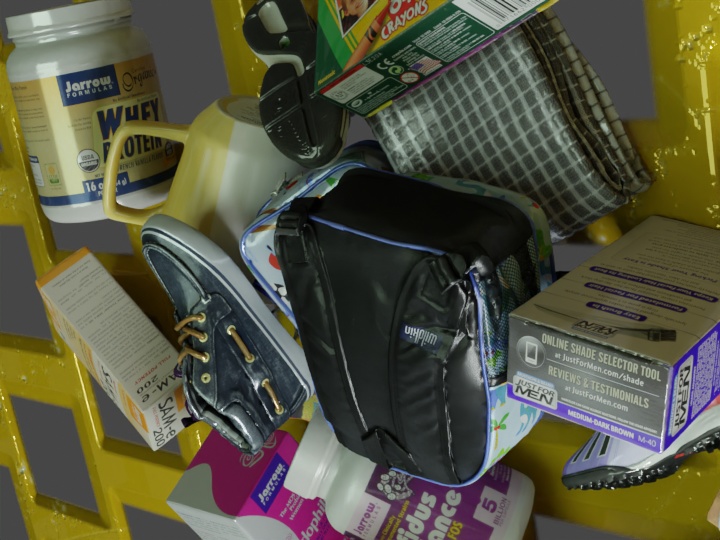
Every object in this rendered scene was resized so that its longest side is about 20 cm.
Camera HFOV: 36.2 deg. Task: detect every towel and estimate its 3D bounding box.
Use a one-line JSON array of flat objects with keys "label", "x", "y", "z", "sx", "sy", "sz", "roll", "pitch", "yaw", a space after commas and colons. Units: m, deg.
[{"label": "towel", "x": 0.097, "y": -0.106, "z": 0.823, "sx": 0.165, "sy": 0.085, "sz": 0.201, "roll": -34, "pitch": 84, "yaw": 45}]

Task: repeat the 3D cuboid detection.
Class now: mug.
[{"label": "mug", "x": -0.119, "y": -0.070, "z": 0.984, "sx": 0.149, "sy": 0.185, "sz": 0.155, "roll": 43, "pitch": 126, "yaw": 45}]

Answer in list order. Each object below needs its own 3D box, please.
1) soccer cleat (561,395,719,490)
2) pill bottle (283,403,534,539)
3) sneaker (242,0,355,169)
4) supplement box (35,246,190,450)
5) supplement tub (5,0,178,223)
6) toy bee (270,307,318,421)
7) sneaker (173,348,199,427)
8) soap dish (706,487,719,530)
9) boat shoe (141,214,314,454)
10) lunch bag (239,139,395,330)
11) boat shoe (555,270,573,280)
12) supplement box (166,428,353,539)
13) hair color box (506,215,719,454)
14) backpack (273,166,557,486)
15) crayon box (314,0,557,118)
[{"label": "soccer cleat", "x": 0.221, "y": 0.114, "z": 0.833, "sx": 0.200, "sy": 0.067, "sz": 0.074, "roll": -43, "pitch": 52, "yaw": 50}, {"label": "pill bottle", "x": 0.039, "y": 0.189, "z": 0.944, "sx": 0.198, "sy": 0.113, "sz": 0.113, "roll": 24, "pitch": 127, "yaw": 4}, {"label": "sneaker", "x": -0.028, "y": -0.135, "z": 0.893, "sx": 0.075, "sy": 0.115, "sz": 0.202, "roll": -31, "pitch": 46, "yaw": 14}, {"label": "supplement box", "x": -0.267, "y": 0.088, "z": 1.228, "sx": 0.200, "sy": 0.073, "sz": 0.126, "roll": 45, "pitch": 158, "yaw": 19}, {"label": "supplement tub", "x": -0.267, "y": -0.161, "z": 1.094, "sx": 0.143, "sy": 0.144, "sz": 0.203, "roll": 4, "pitch": 111, "yaw": 42}, {"label": "toy bee", "x": -0.044, "y": 0.122, "z": 1.042, "sx": 0.198, "sy": 0.108, "sz": 0.133, "roll": 7, "pitch": 115, "yaw": 41}, {"label": "sneaker", "x": -0.147, "y": 0.069, "z": 1.118, "sx": 0.074, "sy": 0.087, "sz": 0.202, "roll": 31, "pitch": 129, "yaw": 50}, {"label": "soap dish", "x": 0.344, "y": 0.148, "z": 0.703, "sx": 0.199, "sy": 0.081, "sz": 0.159, "roll": 32, "pitch": 122, "yaw": 29}, {"label": "boat shoe", "x": -0.124, "y": 0.053, "z": 0.898, "sx": 0.201, "sy": 0.091, "sz": 0.071, "roll": 48, "pitch": 149, "yaw": -11}, {"label": "lunch bag", "x": 0.000, "y": 0.000, "z": 0.911, "sx": 0.159, "sy": 0.076, "sz": 0.201, "roll": -32, "pitch": 103, "yaw": 24}, {"label": "boat shoe", "x": 0.129, "y": 0.057, "z": 0.870, "sx": 0.199, "sy": 0.071, "sz": 0.092, "roll": -19, "pitch": 101, "yaw": 46}, {"label": "supplement box", "x": -0.081, "y": 0.248, "z": 1.078, "sx": 0.103, "sy": 0.102, "sz": 0.201, "roll": 3, "pitch": 140, "yaw": 42}, {"label": "hair color box", "x": 0.191, "y": 0.033, "z": 0.714, "sx": 0.108, "sy": 0.199, "sz": 0.066, "roll": 17, "pitch": 119, "yaw": 36}, {"label": "backpack", "x": 0.051, "y": 0.036, "z": 0.773, "sx": 0.182, "sy": 0.146, "sz": 0.202, "roll": 15, "pitch": 125, "yaw": 38}, {"label": "crayon box", "x": 0.050, "y": -0.228, "z": 0.766, "sx": 0.199, "sy": 0.058, "sz": 0.175, "roll": -26, "pitch": 55, "yaw": 43}]
